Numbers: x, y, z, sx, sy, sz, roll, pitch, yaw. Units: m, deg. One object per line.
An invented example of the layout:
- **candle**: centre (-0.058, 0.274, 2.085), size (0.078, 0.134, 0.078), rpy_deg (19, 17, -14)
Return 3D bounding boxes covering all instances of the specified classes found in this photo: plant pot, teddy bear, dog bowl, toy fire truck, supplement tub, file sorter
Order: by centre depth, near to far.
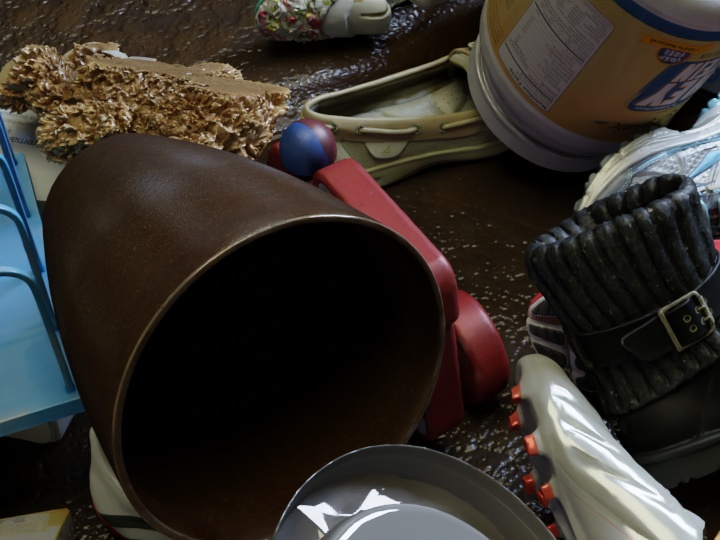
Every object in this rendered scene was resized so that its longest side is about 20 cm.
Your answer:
- **dog bowl**: centre (0.027, 0.188, 0.956), size (0.199, 0.059, 0.202), rpy_deg (19, 49, -24)
- **plant pot**: centre (-0.087, 0.011, 1.022), size (0.186, 0.188, 0.200), rpy_deg (-27, 41, -19)
- **file sorter**: centre (-0.247, -0.014, 1.086), size (0.137, 0.123, 0.201), rpy_deg (-16, 49, -7)
- **toy fire truck**: centre (0.000, 0.000, 1.126), size (0.111, 0.169, 0.200), rpy_deg (-24, 48, -17)
- **teddy bear**: centre (-0.134, -0.095, 1.186), size (0.198, 0.067, 0.145), rpy_deg (12, 18, 19)
- **supplement tub**: centre (0.161, -0.165, 1.217), size (0.143, 0.200, 0.146), rpy_deg (11, 58, -18)

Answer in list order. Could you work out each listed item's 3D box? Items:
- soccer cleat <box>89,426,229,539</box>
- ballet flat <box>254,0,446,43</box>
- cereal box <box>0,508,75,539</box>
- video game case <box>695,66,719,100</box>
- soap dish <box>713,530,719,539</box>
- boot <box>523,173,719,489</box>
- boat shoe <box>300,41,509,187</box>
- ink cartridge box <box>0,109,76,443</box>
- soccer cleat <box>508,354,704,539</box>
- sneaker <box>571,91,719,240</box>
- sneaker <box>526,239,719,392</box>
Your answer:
- **soccer cleat**: centre (-0.071, 0.141, 1.056), size (0.199, 0.086, 0.069), rpy_deg (27, 54, 29)
- **ballet flat**: centre (0.020, -0.207, 1.397), size (0.199, 0.076, 0.064), rpy_deg (-30, 65, -16)
- **cereal box**: centre (-0.225, 0.170, 0.998), size (0.142, 0.040, 0.200), rpy_deg (-8, 6, -1)
- **video game case**: centre (0.171, -0.219, 1.310), size (0.199, 0.182, 0.025), rpy_deg (26, 52, 28)
- **soap dish**: centre (0.268, 0.168, 0.949), size (0.199, 0.081, 0.158), rpy_deg (33, 71, 13)
- **boot**: centre (0.209, 0.014, 1.075), size (0.209, 0.159, 0.079), rpy_deg (-23, 5, -4)
- **boat shoe**: centre (0.054, -0.114, 1.304), size (0.199, 0.063, 0.073), rpy_deg (-19, 47, -11)
- **ink cartridge box**: centre (-0.217, -0.005, 1.215), size (0.145, 0.084, 0.201), rpy_deg (10, 49, 16)
- **soccer cleat**: centre (0.139, 0.130, 1.045), size (0.077, 0.069, 0.201), rpy_deg (-19, 62, -7)
- **sneaker**: centre (0.212, -0.048, 1.215), size (0.199, 0.078, 0.086), rpy_deg (-33, 57, -22)
- **sneaker**: centre (0.193, 0.021, 1.166), size (0.198, 0.078, 0.085), rpy_deg (-6, 26, -5)
